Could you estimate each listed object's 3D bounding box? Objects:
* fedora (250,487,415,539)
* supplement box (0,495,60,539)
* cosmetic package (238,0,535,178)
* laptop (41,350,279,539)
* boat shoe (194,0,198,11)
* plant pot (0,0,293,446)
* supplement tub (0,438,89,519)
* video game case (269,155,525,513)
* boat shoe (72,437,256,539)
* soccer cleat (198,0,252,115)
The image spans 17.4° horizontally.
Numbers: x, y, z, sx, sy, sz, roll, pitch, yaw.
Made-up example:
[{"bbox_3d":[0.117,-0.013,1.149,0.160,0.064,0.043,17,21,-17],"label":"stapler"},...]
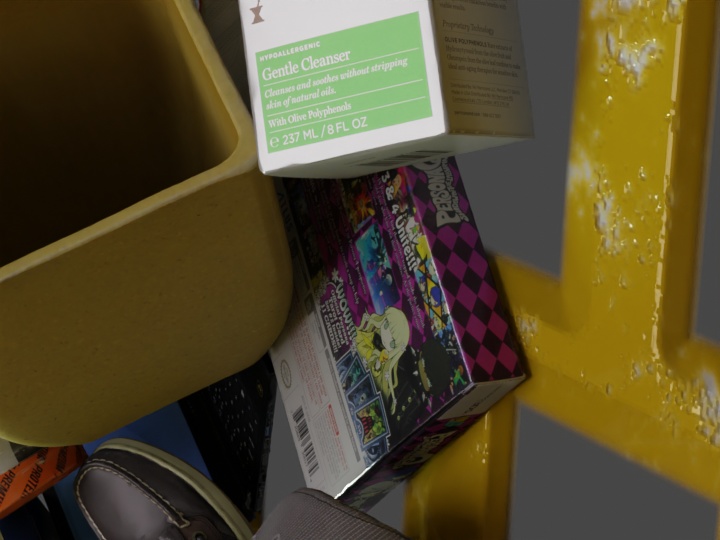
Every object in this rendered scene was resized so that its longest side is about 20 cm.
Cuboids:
[{"bbox_3d":[-0.007,0.163,1.123,0.200,0.176,0.091,139,153,-71],"label":"fedora"},{"bbox_3d":[-0.244,0.254,1.409,0.135,0.199,0.200,60,177,38],"label":"supplement box"},{"bbox_3d":[0.005,-0.149,1.064,0.107,0.085,0.202,-12,85,33],"label":"cosmetic package"},{"bbox_3d":[-0.129,0.067,1.344,0.201,0.103,0.178,99,150,-49],"label":"laptop"},{"bbox_3d":[-0.126,-0.149,1.350,0.200,0.065,0.073,-128,35,-76],"label":"boat shoe"},{"bbox_3d":[-0.140,-0.025,1.189,0.200,0.194,0.195,67,177,-53],"label":"plant pot"},{"bbox_3d":[-0.243,0.046,1.307,0.201,0.122,0.122,57,146,3],"label":"supplement tub"},{"bbox_3d":[0.000,0.000,1.175,0.181,0.036,0.201,-47,54,53],"label":"video game case"},{"bbox_3d":[-0.086,0.169,1.255,0.200,0.065,0.073,40,125,17],"label":"boat shoe"},{"bbox_3d":[-0.034,-0.162,1.184,0.077,0.069,0.201,38,124,47],"label":"soccer cleat"}]
